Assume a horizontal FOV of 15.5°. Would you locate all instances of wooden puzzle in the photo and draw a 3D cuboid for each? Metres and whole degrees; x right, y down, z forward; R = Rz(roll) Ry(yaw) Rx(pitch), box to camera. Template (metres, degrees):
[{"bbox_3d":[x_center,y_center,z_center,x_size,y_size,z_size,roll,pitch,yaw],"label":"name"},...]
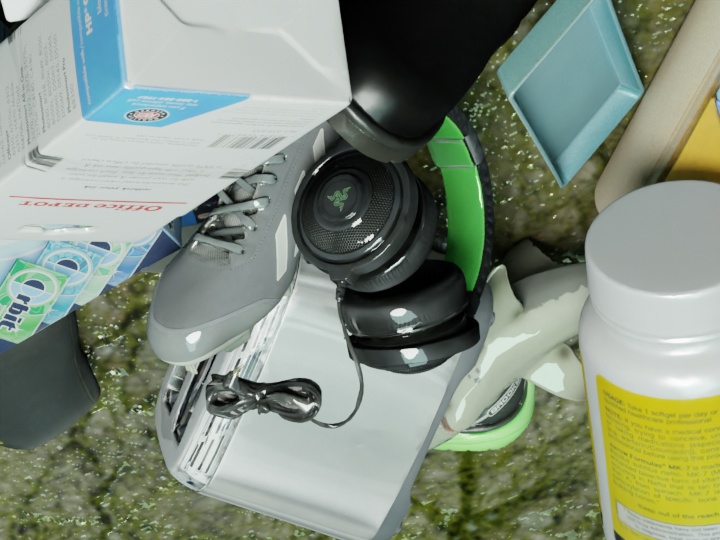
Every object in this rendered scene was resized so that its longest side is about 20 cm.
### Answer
[{"bbox_3d":[0.229,-0.044,1.367,0.200,0.037,0.185,37,131,14],"label":"wooden puzzle"}]

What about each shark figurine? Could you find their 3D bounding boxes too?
[{"bbox_3d":[0.123,0.013,1.455,0.214,0.090,0.128,-14,129,-9],"label":"shark figurine"}]

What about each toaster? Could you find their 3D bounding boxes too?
[{"bbox_3d":[-0.025,0.056,1.394,0.129,0.114,0.201,17,111,-19],"label":"toaster"}]

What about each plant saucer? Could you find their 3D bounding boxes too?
[{"bbox_3d":[0.105,-0.092,1.316,0.070,0.019,0.200,-49,164,-1],"label":"plant saucer"}]

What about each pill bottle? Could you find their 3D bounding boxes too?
[{"bbox_3d":[0.173,0.060,1.379,0.114,0.114,0.200,-9,128,3],"label":"pill bottle"}]

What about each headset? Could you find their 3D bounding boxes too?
[{"bbox_3d":[0.000,0.000,1.273,0.094,0.200,0.124,-2,130,31],"label":"headset"}]

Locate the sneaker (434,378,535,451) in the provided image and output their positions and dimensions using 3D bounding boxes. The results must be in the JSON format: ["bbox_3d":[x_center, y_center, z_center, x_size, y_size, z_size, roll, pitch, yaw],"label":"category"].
[{"bbox_3d":[0.000,0.057,1.503,0.199,0.077,0.084,-3,116,-8],"label":"sneaker"}]

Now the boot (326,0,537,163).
[{"bbox_3d":[0.060,-0.150,1.233,0.079,0.211,0.158,43,125,-4],"label":"boot"}]

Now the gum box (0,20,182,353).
[{"bbox_3d":[-0.214,-0.043,1.302,0.170,0.045,0.200,-30,127,20],"label":"gum box"}]

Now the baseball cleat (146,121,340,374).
[{"bbox_3d":[-0.051,-0.050,1.287,0.070,0.200,0.107,14,146,37],"label":"baseball cleat"}]

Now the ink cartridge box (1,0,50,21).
[{"bbox_3d":[-0.070,-0.199,1.197,0.199,0.146,0.085,-10,131,2],"label":"ink cartridge box"}]

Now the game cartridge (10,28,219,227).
[{"bbox_3d":[-0.138,-0.069,1.337,0.199,0.038,0.130,-11,128,5],"label":"game cartridge"}]

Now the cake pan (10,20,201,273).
[{"bbox_3d":[-0.098,-0.074,1.384,0.199,0.037,0.201,-3,133,-3],"label":"cake pan"}]

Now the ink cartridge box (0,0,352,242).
[{"bbox_3d":[-0.106,-0.074,1.198,0.115,0.067,0.200,1,162,-34],"label":"ink cartridge box"}]

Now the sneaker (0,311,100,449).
[{"bbox_3d":[-0.248,0.066,1.470,0.199,0.075,0.106,-13,130,5],"label":"sneaker"}]
